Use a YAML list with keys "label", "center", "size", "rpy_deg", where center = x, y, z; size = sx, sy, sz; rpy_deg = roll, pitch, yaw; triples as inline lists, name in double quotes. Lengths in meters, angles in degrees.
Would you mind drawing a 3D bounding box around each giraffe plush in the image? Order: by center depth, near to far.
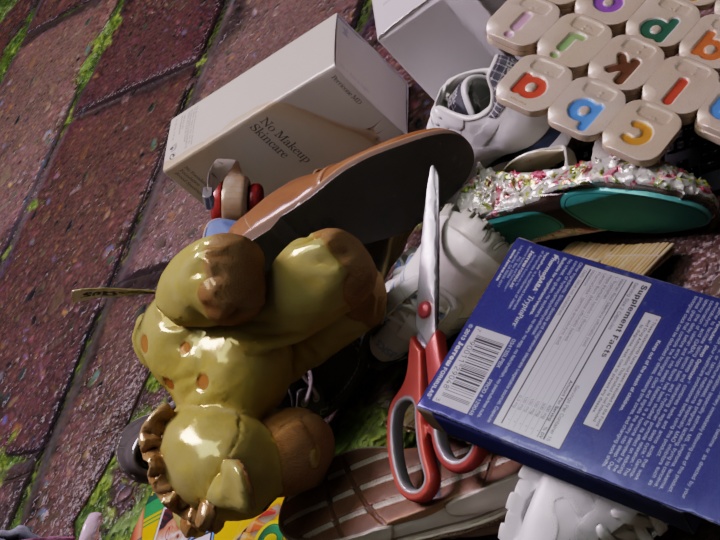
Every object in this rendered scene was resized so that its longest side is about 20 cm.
- label: "giraffe plush"
  center: [-0.075, 0.079, 0.868]
  size: [0.200, 0.173, 0.162]
  rpy_deg: [-10, 72, 5]

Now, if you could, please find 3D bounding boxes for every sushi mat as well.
- label: "sushi mat"
  center: [0.107, 0.042, 0.882]
  size: [0.200, 0.012, 0.096]
  rpy_deg: [-41, 25, -27]

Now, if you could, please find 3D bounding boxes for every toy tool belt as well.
- label: "toy tool belt"
  center: [-0.064, 0.004, 1.108]
  size: [0.123, 0.125, 0.200]
  rpy_deg: [0, 51, 3]

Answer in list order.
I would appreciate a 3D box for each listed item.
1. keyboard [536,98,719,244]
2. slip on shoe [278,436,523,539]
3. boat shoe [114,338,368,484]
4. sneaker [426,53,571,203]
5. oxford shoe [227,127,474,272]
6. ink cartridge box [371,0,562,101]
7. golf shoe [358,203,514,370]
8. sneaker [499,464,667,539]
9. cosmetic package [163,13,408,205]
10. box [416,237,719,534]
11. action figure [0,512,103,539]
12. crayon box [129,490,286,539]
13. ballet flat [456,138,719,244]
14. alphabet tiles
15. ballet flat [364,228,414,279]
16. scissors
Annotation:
- label: "keyboard"
  center: [0.177, -0.083, 0.966]
  size: [0.200, 0.040, 0.104]
  rpy_deg: [-17, 46, 37]
- label: "slip on shoe"
  center: [0.042, 0.141, 0.860]
  size: [0.200, 0.061, 0.076]
  rpy_deg: [-23, 38, 24]
- label: "boat shoe"
  center: [-0.078, 0.100, 0.995]
  size: [0.200, 0.067, 0.057]
  rpy_deg: [-24, 3, -14]
- label: "sneaker"
  center: [0.081, -0.108, 1.036]
  size: [0.200, 0.080, 0.077]
  rpy_deg: [-27, 41, 58]
- label: "oxford shoe"
  center: [-0.015, -0.055, 0.989]
  size: [0.200, 0.071, 0.071]
  rpy_deg: [-26, 36, 11]
- label: "ink cartridge box"
  center: [0.091, -0.221, 1.117]
  size: [0.125, 0.129, 0.200]
  rpy_deg: [-33, 36, 23]
- label: "golf shoe"
  center: [0.050, 0.023, 0.917]
  size: [0.097, 0.078, 0.200]
  rpy_deg: [-51, -1, -18]
- label: "sneaker"
  center: [0.151, 0.112, 0.766]
  size: [0.080, 0.076, 0.200]
  rpy_deg: [22, 76, 46]
- label: "cosmetic package"
  center: [-0.066, -0.126, 1.225]
  size: [0.200, 0.104, 0.073]
  rpy_deg: [-28, 40, 30]
- label: "box"
  center: [0.141, 0.060, 0.738]
  size: [0.200, 0.032, 0.121]
  rpy_deg: [18, 67, 38]
- label: "action figure"
  center: [-0.218, 0.282, 0.928]
  size: [0.149, 0.134, 0.200]
  rpy_deg: [-13, 46, -20]
- label: "crayon box"
  center: [-0.106, 0.236, 0.953]
  size: [0.172, 0.058, 0.200]
  rpy_deg: [-7, 52, 45]
- label: "ballet flat"
  center: [0.144, -0.057, 0.930]
  size: [0.200, 0.076, 0.064]
  rpy_deg: [-5, 64, 38]
- label: "alphabet tiles"
  center: [0.190, -0.150, 0.933]
  size: [0.200, 0.015, 0.196]
  rpy_deg: [28, 59, 24]
- label: "ballet flat"
  center: [0.000, 0.000, 1.029]
  size: [0.069, 0.063, 0.200]
  rpy_deg: [15, 57, 30]
- label: "scissors"
  center: [0.035, 0.037, 0.839]
  size: [0.073, 0.014, 0.200]
  rpy_deg: [-29, 61, 39]
